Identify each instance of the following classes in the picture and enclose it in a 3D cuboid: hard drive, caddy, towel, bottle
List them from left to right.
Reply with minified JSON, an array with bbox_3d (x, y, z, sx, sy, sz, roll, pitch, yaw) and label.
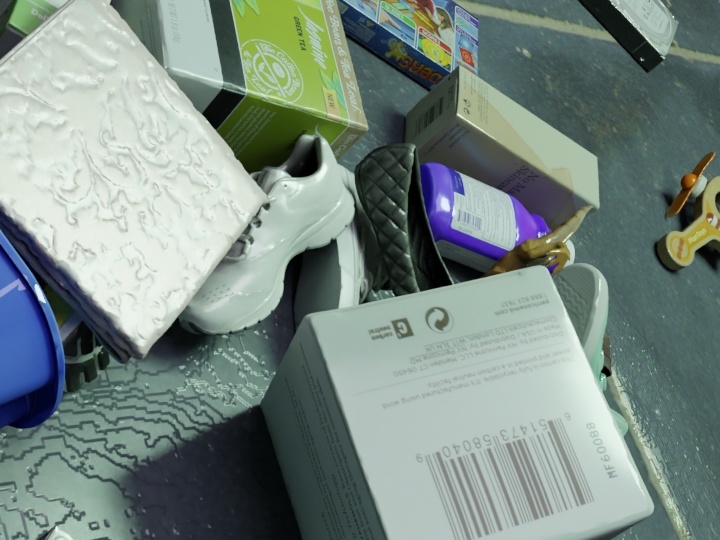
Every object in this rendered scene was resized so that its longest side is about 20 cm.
[{"bbox_3d":[-0.259,0.016,0.699,0.201,0.141,0.105,54,43,3],"label":"caddy"},{"bbox_3d":[-0.169,-0.068,0.784,0.200,0.032,0.192,51,44,-20],"label":"towel"},{"bbox_3d":[0.129,-0.040,1.163,0.199,0.065,0.084,19,54,-33],"label":"bottle"},{"bbox_3d":[0.376,-0.396,1.689,0.200,0.038,0.140,44,40,-7],"label":"hard drive"}]

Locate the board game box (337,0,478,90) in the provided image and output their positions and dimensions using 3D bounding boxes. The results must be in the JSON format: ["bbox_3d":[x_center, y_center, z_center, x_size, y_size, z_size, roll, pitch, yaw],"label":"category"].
[{"bbox_3d":[0.047,-0.283,1.295,0.199,0.034,0.136,30,43,-24],"label":"board game box"}]

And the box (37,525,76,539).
[{"bbox_3d":[-0.133,0.244,0.662,0.200,0.117,0.060,40,41,-12],"label":"box"}]

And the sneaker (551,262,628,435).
[{"bbox_3d":[0.186,0.095,0.989,0.118,0.073,0.202,8,100,-43],"label":"sneaker"}]

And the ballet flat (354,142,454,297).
[{"bbox_3d":[0.053,-0.011,0.992,0.201,0.056,0.066,66,31,-14],"label":"ballet flat"}]

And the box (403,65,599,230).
[{"bbox_3d":[0.149,-0.116,1.219,0.199,0.095,0.078,28,46,-23],"label":"box"}]

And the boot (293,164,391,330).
[{"bbox_3d":[0.000,0.000,1.007,0.095,0.073,0.202,24,49,-29],"label":"boot"}]

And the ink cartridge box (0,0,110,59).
[{"bbox_3d":[-0.242,-0.202,0.898,0.067,0.117,0.201,30,45,-26],"label":"ink cartridge box"}]

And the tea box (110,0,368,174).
[{"bbox_3d":[-0.122,-0.182,0.983,0.195,0.133,0.202,11,53,-38],"label":"tea box"}]

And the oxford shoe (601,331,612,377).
[{"bbox_3d":[0.169,0.083,1.047,0.199,0.071,0.073,-11,76,-45],"label":"oxford shoe"}]

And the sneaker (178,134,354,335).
[{"bbox_3d":[-0.081,-0.031,0.913,0.200,0.074,0.088,-53,145,-35],"label":"sneaker"}]

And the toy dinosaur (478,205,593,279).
[{"bbox_3d":[0.165,-0.014,1.095,0.199,0.106,0.061,-34,119,-11],"label":"toy dinosaur"}]

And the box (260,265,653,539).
[{"bbox_3d":[0.059,0.132,0.840,0.197,0.172,0.201,-11,66,-23],"label":"box"}]

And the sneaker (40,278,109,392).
[{"bbox_3d":[-0.201,0.002,0.828,0.090,0.079,0.201,20,48,4],"label":"sneaker"}]

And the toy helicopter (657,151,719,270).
[{"bbox_3d":[0.432,-0.064,1.465,0.199,0.079,0.133,-30,89,-38],"label":"toy helicopter"}]
